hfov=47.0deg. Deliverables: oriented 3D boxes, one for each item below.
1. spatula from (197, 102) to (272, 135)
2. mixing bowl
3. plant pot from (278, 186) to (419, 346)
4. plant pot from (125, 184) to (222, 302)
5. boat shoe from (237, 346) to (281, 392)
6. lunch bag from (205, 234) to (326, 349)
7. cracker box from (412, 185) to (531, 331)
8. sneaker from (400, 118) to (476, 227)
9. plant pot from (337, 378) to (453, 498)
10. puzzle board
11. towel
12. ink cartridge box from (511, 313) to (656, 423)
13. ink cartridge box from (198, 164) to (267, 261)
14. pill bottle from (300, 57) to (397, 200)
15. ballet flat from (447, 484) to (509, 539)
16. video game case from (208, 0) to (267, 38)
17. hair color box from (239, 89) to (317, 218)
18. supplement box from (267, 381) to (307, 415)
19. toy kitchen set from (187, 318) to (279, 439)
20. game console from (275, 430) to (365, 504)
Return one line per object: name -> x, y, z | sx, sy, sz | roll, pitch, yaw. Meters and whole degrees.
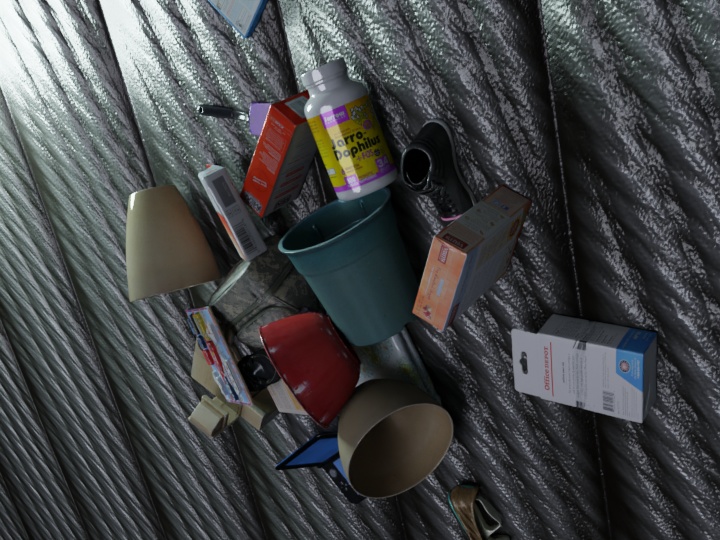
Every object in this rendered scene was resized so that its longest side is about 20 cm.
spatula -> -0.216, -0.273, 1.459 | 0.198, 0.020, 0.057 | 15, 111, 35
mixing bowl -> -0.069, 0.146, 1.371 | 0.108, 0.200, 0.201 | -34, 91, 1
plant pot -> 0.000, 0.000, 1.334 | 0.198, 0.200, 0.198 | -10, 115, 42
plant pot -> -0.385, -0.059, 1.628 | 0.186, 0.186, 0.203 | -12, 93, 42
boat shoe -> -0.203, 0.196, 1.571 | 0.075, 0.066, 0.199 | 61, 150, -5
lunch bag -> -0.166, 0.053, 1.533 | 0.167, 0.140, 0.199 | 42, 137, -12
cracker box -> 0.159, -0.021, 1.173 | 0.057, 0.199, 0.135 | 30, 129, 21
sneaker -> 0.113, -0.114, 1.229 | 0.070, 0.099, 0.203 | -6, 111, 39
plant pot -> 0.040, 0.262, 1.403 | 0.135, 0.198, 0.203 | -130, 36, -48
puzzle board -> -0.272, 0.164, 1.576 | 0.150, 0.017, 0.202 | -9, 106, 63
towel -> 0.037, 0.178, 1.493 | 0.170, 0.048, 0.202 | -19, 102, 44
ink cartridge box -> 0.327, 0.137, 1.219 | 0.198, 0.068, 0.118 | 10, 120, 35
ink cartridge box -> -0.241, -0.108, 1.480 | 0.164, 0.050, 0.200 | 64, 165, -16
pill bottle -> -0.023, -0.218, 1.276 | 0.103, 0.104, 0.202 | -11, 107, 42
ballet flat -> 0.228, 0.476, 1.506 | 0.072, 0.068, 0.202 | -20, 97, 24
video game case -> -0.223, -0.498, 1.341 | 0.200, 0.018, 0.143 | 47, 135, 8
hair color box -> -0.126, -0.193, 1.377 | 0.061, 0.101, 0.201 | 39, 132, 15
supplement box -> -0.110, 0.203, 1.579 | 0.199, 0.073, 0.127 | -8, 110, 56
toy kitchen set -> -0.268, 0.215, 1.681 | 0.199, 0.163, 0.182 | 33, 131, 19
game console -> -0.043, 0.392, 1.630 | 0.171, 0.118, 0.200 | 50, 135, 4
